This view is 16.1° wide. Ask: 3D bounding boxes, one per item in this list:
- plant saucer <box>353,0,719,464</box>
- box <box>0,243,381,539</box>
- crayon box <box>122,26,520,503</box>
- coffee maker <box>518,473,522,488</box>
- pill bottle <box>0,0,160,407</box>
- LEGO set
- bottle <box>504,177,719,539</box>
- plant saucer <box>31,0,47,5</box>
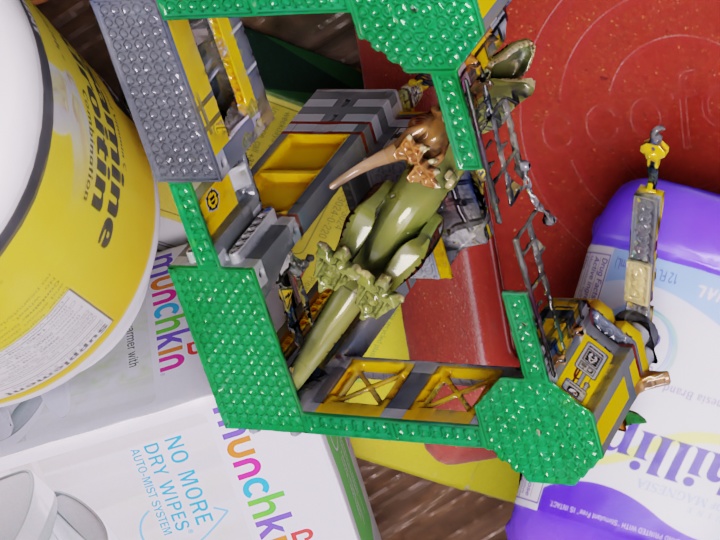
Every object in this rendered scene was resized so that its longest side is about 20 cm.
[{"bbox_3d":[0.104,-0.050,0.826,0.199,0.037,0.201,-9,86,-3],"label":"plant saucer"},{"bbox_3d":[-0.080,0.107,0.861,0.176,0.097,0.200,-15,123,2],"label":"box"},{"bbox_3d":[0.000,0.000,0.894,0.200,0.051,0.127,20,116,-19],"label":"crayon box"},{"bbox_3d":[0.155,0.103,0.893,0.199,0.192,0.135,0,102,-4],"label":"coffee maker"},{"bbox_3d":[-0.118,-0.022,0.696,0.112,0.200,0.112,-1,79,8],"label":"pill bottle"},{"bbox_3d":[0.017,-0.044,0.717,0.153,0.116,0.200,-6,121,34],"label":"LEGO set"},{"bbox_3d":[0.086,0.076,0.765,0.083,0.065,0.201,17,86,7],"label":"bottle"},{"bbox_3d":[-0.110,-0.169,0.716,0.200,0.037,0.201,-9,105,-39],"label":"plant saucer"}]
